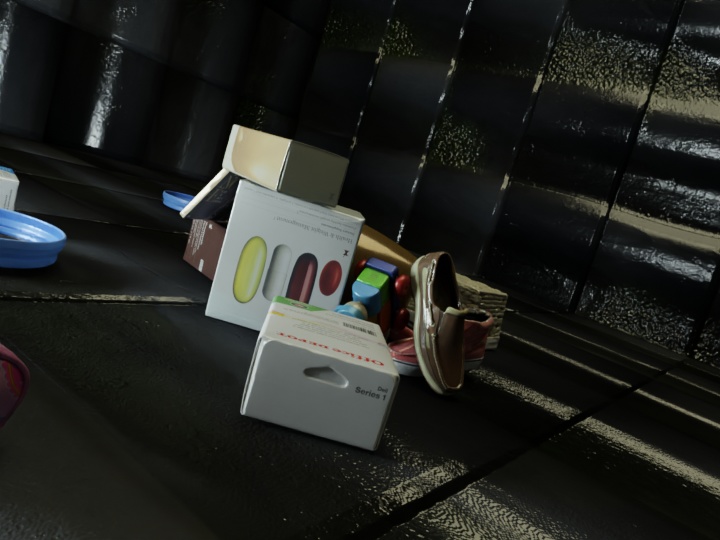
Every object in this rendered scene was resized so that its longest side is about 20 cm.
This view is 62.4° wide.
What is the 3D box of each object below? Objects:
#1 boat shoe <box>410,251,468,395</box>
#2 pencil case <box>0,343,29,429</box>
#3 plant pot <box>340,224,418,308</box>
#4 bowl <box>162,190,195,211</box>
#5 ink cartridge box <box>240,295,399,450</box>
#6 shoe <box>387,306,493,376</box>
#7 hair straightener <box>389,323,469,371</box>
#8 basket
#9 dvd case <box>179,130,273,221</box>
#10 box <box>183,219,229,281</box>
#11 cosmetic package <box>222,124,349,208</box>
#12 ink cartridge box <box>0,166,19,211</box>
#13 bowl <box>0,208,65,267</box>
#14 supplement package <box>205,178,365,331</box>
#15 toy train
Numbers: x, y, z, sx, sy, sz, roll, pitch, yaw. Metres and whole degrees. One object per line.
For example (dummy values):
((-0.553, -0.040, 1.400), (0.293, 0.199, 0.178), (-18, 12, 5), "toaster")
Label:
((0.117, 0.071, 0.844), (0.074, 0.206, 0.075), (-2, -16, -32), "boat shoe")
((-0.315, 0.054, 0.416), (0.198, 0.089, 0.087), (24, 10, 34), "pencil case")
((0.000, 0.000, 1.079), (0.197, 0.190, 0.186), (16, 7, 11), "plant pot")
((-0.534, -0.207, 1.901), (0.197, 0.040, 0.201), (18, 7, -2), "bowl")
((-0.045, 0.104, 0.662), (0.142, 0.085, 0.200), (17, 7, -6), "ink cartridge box")
((0.119, 0.104, 0.922), (0.197, 0.092, 0.071), (2, 23, -31), "shoe")
((0.119, 0.126, 1.049), (0.198, 0.042, 0.076), (24, 10, 36), "hair straightener")
((0.204, 0.075, 1.288), (0.134, 0.125, 0.199), (8, 13, -45), "basket")
((-0.209, -0.158, 1.043), (0.016, 0.200, 0.149), (50, 14, 8), "dvd case")
((-0.252, -0.034, 1.108), (0.074, 0.102, 0.199), (10, 10, -43), "box")
((-0.115, -0.156, 0.870), (0.104, 0.072, 0.199), (11, 10, -39), "cosmetic package")
((-0.665, -0.138, 0.943), (0.198, 0.086, 0.145), (11, 10, -36), "ink cartridge box")
((-0.508, -0.050, 0.800), (0.197, 0.040, 0.201), (17, 8, -2), "bowl")
((-0.112, -0.015, 0.913), (0.188, 0.203, 0.147), (16, 8, -5), "supplement package")
((0.014, 0.090, 0.898), (0.084, 0.202, 0.116), (21, 48, 24), "toy train")
